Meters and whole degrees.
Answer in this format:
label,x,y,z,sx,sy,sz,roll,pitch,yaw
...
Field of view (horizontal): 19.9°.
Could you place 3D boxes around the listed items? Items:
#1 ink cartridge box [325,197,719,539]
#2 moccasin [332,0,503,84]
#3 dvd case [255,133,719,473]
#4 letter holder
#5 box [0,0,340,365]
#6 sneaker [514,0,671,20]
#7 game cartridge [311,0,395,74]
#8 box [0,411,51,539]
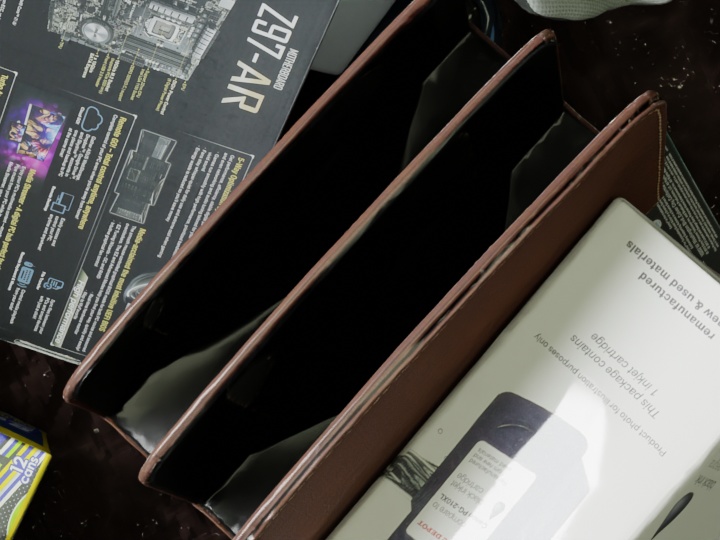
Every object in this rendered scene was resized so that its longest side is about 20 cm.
label,x,y,z,sx,sy,sz,roll,pitch,yaw
ink cartridge box,0.073,0.088,0.726,0.084,0.145,0.200,43,98,24
moccasin,-0.007,-0.028,0.798,0.080,0.068,0.200,21,88,-4
dvd case,0.068,0.051,0.810,0.200,0.022,0.146,-42,127,-6
letter holder,0.000,0.000,0.688,0.101,0.142,0.200,42,87,12
box,-0.111,-0.062,0.739,0.160,0.044,0.200,19,126,-10
sneaker,0.025,-0.138,0.675,0.200,0.116,0.075,19,109,-17
game cartridge,-0.060,-0.163,0.732,0.200,0.040,0.133,33,101,-21
box,-0.191,0.142,0.781,0.070,0.064,0.200,26,89,-10
